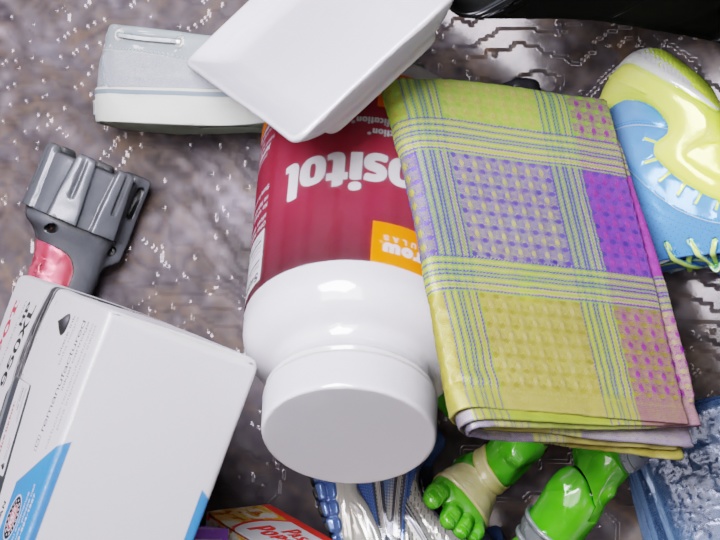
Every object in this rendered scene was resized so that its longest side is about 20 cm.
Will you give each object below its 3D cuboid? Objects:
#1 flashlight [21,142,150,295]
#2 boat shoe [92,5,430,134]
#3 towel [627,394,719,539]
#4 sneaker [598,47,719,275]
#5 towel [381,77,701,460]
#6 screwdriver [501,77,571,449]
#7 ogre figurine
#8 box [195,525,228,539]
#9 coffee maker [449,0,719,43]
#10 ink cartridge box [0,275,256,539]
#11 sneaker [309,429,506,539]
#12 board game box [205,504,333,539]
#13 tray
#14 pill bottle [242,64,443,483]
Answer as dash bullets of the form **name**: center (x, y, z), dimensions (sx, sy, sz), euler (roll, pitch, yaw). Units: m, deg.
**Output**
- **flashlight**: center (-0.189, 0.029, 1.383), dimensions (0.068, 0.068, 0.201), euler (21, 91, 18)
- **boat shoe**: center (-0.052, -0.112, 1.361), dimensions (0.200, 0.070, 0.072), euler (0, 88, 16)
- **towel**: center (0.208, 0.158, 1.282), dimensions (0.111, 0.049, 0.201), euler (-16, 81, 11)
- **sneaker**: center (0.191, -0.022, 1.296), dimensions (0.200, 0.076, 0.105), euler (44, 106, 26)
- **towel**: center (0.086, -0.002, 1.220), dimensions (0.023, 0.143, 0.201), euler (-46, 48, 48)
- **screwdriver**: center (0.100, -0.005, 1.344), dimensions (0.028, 0.029, 0.201), euler (-9, 91, 12)
- **ogre figurine**: center (0.085, 0.057, 1.288), dimensions (0.120, 0.098, 0.200), euler (-38, 38, 28)
- **box**: center (-0.112, 0.233, 1.310), dimensions (0.039, 0.137, 0.201), euler (4, 84, -22)
- **coffee maker**: center (0.138, -0.176, 1.234), dimensions (0.192, 0.200, 0.135), euler (50, 124, 30)
- **ink cartridge box**: center (-0.140, 0.089, 1.270), dimensions (0.084, 0.200, 0.145), euler (21, 88, -20)
- **sneaker**: center (0.041, 0.170, 1.309), dimensions (0.085, 0.077, 0.201), euler (-21, 81, 5)
- **board game box**: center (-0.014, 0.223, 1.261), dimensions (0.200, 0.046, 0.152), euler (24, 110, 46)
- **tray**: center (-0.019, -0.115, 1.257), dimensions (0.107, 0.200, 0.022), euler (-42, 114, -4)
- **pill bottle**: center (0.000, 0.000, 1.253), dimensions (0.113, 0.113, 0.200), euler (-7, 52, 13)
